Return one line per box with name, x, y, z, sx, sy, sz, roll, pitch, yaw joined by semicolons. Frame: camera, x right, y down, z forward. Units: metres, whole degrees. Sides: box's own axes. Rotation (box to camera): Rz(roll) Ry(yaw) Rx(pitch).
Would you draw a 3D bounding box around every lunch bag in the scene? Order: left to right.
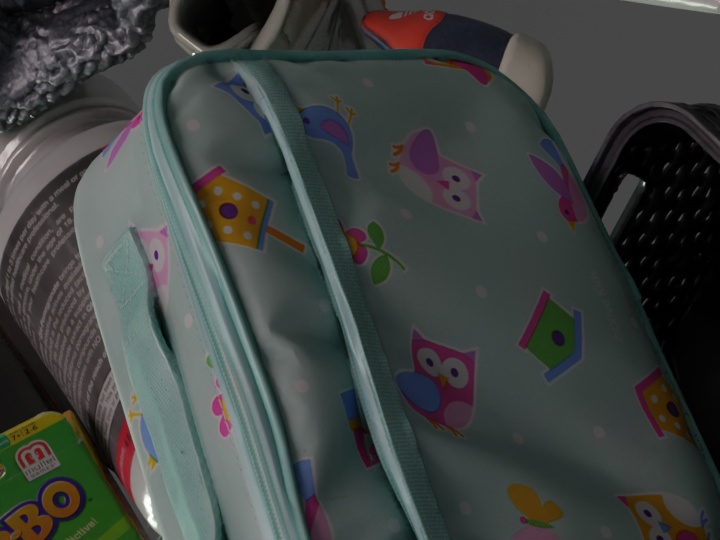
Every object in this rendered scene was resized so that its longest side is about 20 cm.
lunch bag;0.010;0.035;0.566;0.077;0.159;0.201;-43;60;41

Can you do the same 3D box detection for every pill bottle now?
pill bottle;-0.086;0.008;0.852;0.200;0.110;0.111;50;127;34

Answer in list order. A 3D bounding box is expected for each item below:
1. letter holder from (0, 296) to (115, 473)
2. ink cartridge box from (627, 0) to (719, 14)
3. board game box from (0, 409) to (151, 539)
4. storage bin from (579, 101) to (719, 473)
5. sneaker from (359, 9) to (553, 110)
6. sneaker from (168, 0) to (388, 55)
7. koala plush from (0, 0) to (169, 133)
letter holder;-0.154;0.092;0.942;0.101;0.142;0.200;-48;37;1
ink cartridge box;0.100;-0.187;0.650;0.147;0.085;0.202;18;106;47
board game box;-0.123;0.141;0.835;0.201;0.095;0.030;65;176;-39
storage bin;0.142;0.055;0.606;0.200;0.093;0.136;49;126;35
sneaker;0.000;0.000;0.748;0.084;0.075;0.202;21;94;5
sneaker;-0.037;-0.094;0.756;0.075;0.092;0.201;33;150;19
koala plush;-0.148;-0.193;0.817;0.183;0.200;0.178;-23;41;27
